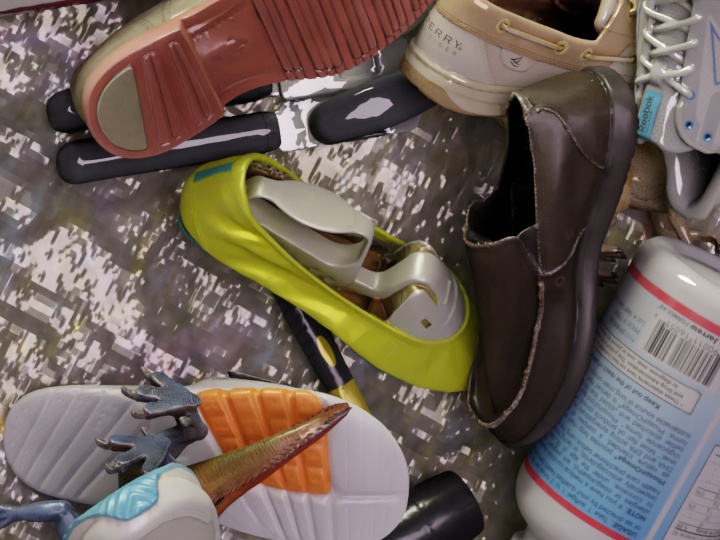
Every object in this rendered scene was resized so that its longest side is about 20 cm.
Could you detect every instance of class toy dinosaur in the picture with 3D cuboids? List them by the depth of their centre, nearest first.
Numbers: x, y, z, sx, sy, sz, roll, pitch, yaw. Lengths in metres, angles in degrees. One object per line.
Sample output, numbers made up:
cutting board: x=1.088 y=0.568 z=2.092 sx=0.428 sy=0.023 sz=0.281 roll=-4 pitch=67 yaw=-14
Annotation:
toy dinosaur: x=-0.114 y=0.150 z=1.194 sx=0.199 sy=0.105 sz=0.182 roll=7 pitch=123 yaw=-7
toy dinosaur: x=0.133 y=-0.048 z=1.322 sx=0.199 sy=0.058 sz=0.102 roll=12 pitch=70 yaw=-19

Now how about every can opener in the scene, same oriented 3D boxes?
can opener: x=-0.056 y=-0.084 z=1.248 sx=0.199 sy=0.067 sz=0.054 roll=-11 pitch=92 yaw=-17

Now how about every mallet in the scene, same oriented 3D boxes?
mallet: x=-0.015 y=0.071 z=1.277 sx=0.066 sy=0.041 sz=0.200 roll=-37 pitch=95 yaw=-17

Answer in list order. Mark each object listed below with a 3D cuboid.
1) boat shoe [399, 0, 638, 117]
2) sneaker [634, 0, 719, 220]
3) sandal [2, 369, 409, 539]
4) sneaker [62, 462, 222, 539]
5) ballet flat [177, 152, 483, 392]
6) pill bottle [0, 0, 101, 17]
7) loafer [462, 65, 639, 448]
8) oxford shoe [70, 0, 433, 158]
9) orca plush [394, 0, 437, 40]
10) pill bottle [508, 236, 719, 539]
boat shoe: x=0.112 y=-0.122 z=1.263 sx=0.199 sy=0.074 sz=0.069 roll=-9 pitch=132 yaw=-42
sneaker: x=0.166 y=-0.106 z=1.234 sx=0.087 sy=0.075 sz=0.201 roll=-43 pitch=131 yaw=-26
sandal: x=-0.075 y=0.085 z=1.247 sx=0.205 sy=0.059 sz=0.080 roll=9 pitch=104 yaw=4
sneaker: x=-0.083 y=0.162 z=1.131 sx=0.076 sy=0.201 sz=0.081 roll=-29 pitch=56 yaw=-17
ballet flat: x=0.000 y=0.000 z=1.247 sx=0.199 sy=0.067 sz=0.067 roll=31 pitch=51 yaw=-22
pill bottle: x=-0.170 y=-0.181 z=1.190 sx=0.199 sy=0.114 sz=0.115 roll=-11 pitch=92 yaw=-17
loafer: x=0.079 y=-0.008 z=1.234 sx=0.071 sy=0.073 sz=0.201 roll=4 pitch=107 yaw=-24
oxford shoe: x=-0.053 y=-0.126 z=1.205 sx=0.199 sy=0.074 sz=0.071 roll=-24 pitch=118 yaw=-13
orca plush: x=0.041 y=-0.213 z=1.277 sx=0.071 sy=0.105 sz=0.201 roll=31 pitch=92 yaw=20
pill bottle: x=0.147 y=0.093 z=1.267 sx=0.108 sy=0.109 sz=0.201 roll=24 pitch=103 yaw=-15
